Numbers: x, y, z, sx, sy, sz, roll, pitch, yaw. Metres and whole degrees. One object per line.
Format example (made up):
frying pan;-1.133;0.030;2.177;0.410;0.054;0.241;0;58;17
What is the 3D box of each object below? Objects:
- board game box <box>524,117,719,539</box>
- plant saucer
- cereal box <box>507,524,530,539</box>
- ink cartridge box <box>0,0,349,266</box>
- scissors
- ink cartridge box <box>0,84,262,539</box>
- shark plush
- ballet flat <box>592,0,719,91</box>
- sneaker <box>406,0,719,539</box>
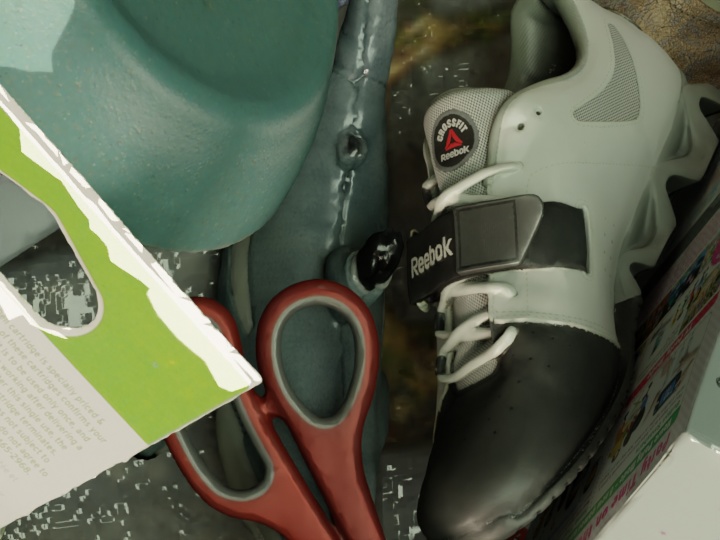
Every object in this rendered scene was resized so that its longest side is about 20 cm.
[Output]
board game box;0.119;0.023;0.745;0.064;0.148;0.201;29;52;-3
plant saucer;-0.063;-0.105;0.694;0.200;0.036;0.201;35;44;-42
cereal box;0.128;0.125;0.807;0.144;0.200;0.040;-46;149;-11
ink cartridge box;-0.119;-0.114;0.750;0.200;0.043;0.197;-35;108;-12
scissors;-0.004;0.097;0.747;0.073;0.014;0.201;-21;93;-2
ink cartridge box;-0.135;0.003;0.678;0.199;0.076;0.148;-29;113;30
shark plush;0.000;0.000;0.789;0.090;0.083;0.201;21;89;-22
ballet flat;0.170;-0.083;0.847;0.199;0.068;0.067;5;130;-23
sneaker;0.043;-0.006;0.748;0.088;0.074;0.201;41;50;-22
